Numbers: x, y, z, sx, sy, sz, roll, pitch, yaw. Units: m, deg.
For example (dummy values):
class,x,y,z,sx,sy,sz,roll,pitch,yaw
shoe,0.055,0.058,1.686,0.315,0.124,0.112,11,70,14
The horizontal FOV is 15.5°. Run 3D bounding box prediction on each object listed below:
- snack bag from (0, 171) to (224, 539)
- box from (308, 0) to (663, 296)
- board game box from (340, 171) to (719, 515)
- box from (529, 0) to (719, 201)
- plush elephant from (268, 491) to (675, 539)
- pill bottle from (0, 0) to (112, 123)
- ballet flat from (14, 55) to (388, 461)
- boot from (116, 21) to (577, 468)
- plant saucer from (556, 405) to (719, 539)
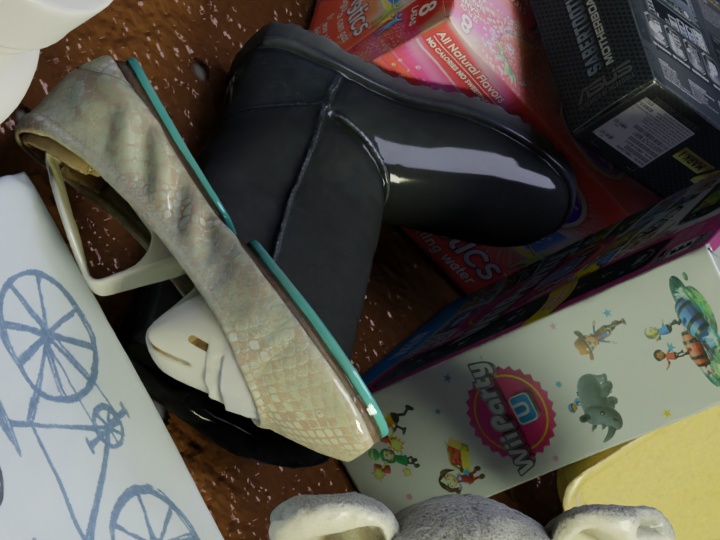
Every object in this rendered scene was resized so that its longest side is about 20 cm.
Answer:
class,x,y,z,sx,sy,sz,roll,pitch,yaw
snack bag,-0.132,0.073,0.929,0.189,0.021,0.200,62,33,-2
box,0.072,-0.059,1.228,0.200,0.102,0.095,45,37,-28
board game box,0.100,0.027,1.118,0.064,0.200,0.147,60,33,-5
box,0.152,-0.094,1.220,0.200,0.051,0.158,30,37,-44
plush elephant,0.040,0.154,0.978,0.200,0.164,0.155,-101,-172,-48
pill bottle,-0.169,-0.074,0.812,0.112,0.200,0.113,32,45,-38
ballet flat,-0.064,0.005,0.980,0.200,0.062,0.068,53,-11,29
boot,-0.001,0.000,1.086,0.164,0.066,0.200,22,40,-4
plant saucer,0.167,0.101,1.171,0.200,0.048,0.201,-32,133,-19
